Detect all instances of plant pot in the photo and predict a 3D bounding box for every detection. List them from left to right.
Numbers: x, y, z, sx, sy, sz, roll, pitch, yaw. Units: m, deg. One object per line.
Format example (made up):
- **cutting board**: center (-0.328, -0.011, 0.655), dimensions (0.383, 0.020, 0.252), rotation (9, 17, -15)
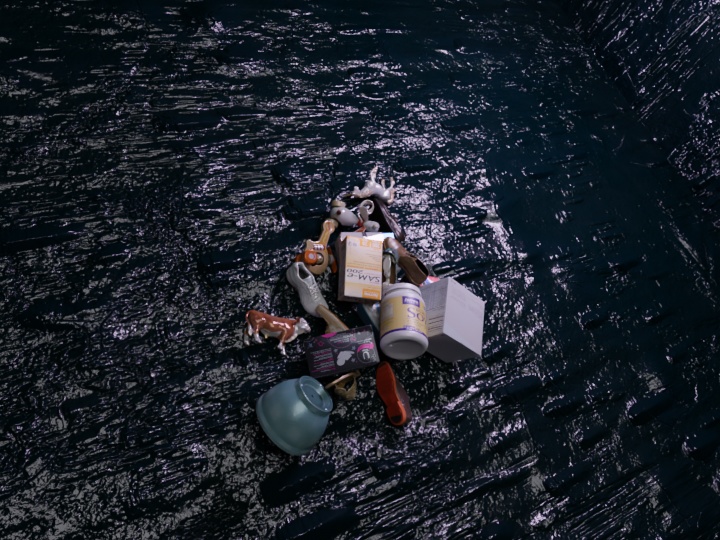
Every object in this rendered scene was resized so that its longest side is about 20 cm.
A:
- **plant pot**: center (-0.160, 0.369, 1.381), dimensions (0.200, 0.134, 0.200), rotation (41, 14, -13)

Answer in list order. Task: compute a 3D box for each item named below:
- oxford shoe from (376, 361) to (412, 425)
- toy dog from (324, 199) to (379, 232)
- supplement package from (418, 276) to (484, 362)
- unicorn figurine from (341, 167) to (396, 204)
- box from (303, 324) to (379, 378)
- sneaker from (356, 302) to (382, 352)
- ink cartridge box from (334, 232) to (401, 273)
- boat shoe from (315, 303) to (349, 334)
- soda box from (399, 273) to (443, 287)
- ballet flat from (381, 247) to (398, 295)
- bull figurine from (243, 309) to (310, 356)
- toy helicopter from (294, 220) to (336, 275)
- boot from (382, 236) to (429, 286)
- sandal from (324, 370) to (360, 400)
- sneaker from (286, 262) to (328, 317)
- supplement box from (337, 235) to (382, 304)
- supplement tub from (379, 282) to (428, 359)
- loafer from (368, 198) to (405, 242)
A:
- **oxford shoe**: center (0.104, 0.377, 1.589), dimensions (0.072, 0.071, 0.201), rotation (15, 51, -47)
- **toy dog**: center (-0.025, -0.184, 1.794), dimensions (0.199, 0.096, 0.132), rotation (-5, 89, -15)
- **supplement package**: center (0.285, 0.164, 1.677), dimensions (0.191, 0.147, 0.201), rotation (33, 54, -30)
- **unicorn figurine**: center (0.049, -0.306, 1.914), dimensions (0.199, 0.074, 0.138), rotation (21, 68, -16)
- **box**: center (-0.055, 0.240, 1.496), dimensions (0.199, 0.132, 0.115), rotation (-12, 79, -4)
- **sneaker**: center (0.069, 0.179, 1.664), dimensions (0.081, 0.077, 0.200), rotation (-20, 74, -30)
- **ink cartridge box**: center (0.022, -0.050, 1.762), dimensions (0.199, 0.084, 0.145), rotation (-1, 65, -22)
- **boat shoe**: center (-0.075, 0.190, 1.596), dimensions (0.069, 0.074, 0.200), rotation (-44, 92, -1)
- **soda box**: center (0.238, 0.063, 1.792), dimensions (0.199, 0.071, 0.064), rotation (10, 59, -15)
- **ballet flat**: center (0.086, 0.025, 1.680), dimensions (0.074, 0.074, 0.201), rotation (-1, 90, -21)
- **bull figurine**: center (-0.253, 0.182, 1.545), dimensions (0.199, 0.065, 0.122), rotation (16, 56, -12)
- **toy helicopter**: center (-0.125, -0.075, 1.723), dimensions (0.132, 0.079, 0.201), rotation (30, 63, -24)
- **boot**: center (0.156, -0.044, 1.721), dimensions (0.074, 0.075, 0.200), rotation (-37, 84, -34)
- **sandal**: center (-0.032, 0.336, 1.484), dimensions (0.077, 0.212, 0.070), rotation (-31, 80, 12)
- **sneaker**: center (-0.165, 0.062, 1.635), dimensions (0.070, 0.080, 0.201), rotation (-32, 82, -32)
- **supplement box**: center (0.000, 0.000, 1.641), dimensions (0.126, 0.074, 0.201), rotation (7, 71, -18)
- **supplement tub**: center (0.130, 0.154, 1.579), dimensions (0.145, 0.146, 0.200), rotation (12, 51, -14)
- **loafer**: center (0.097, -0.174, 1.874), dimensions (0.071, 0.073, 0.200), rotation (-14, 71, -41)
